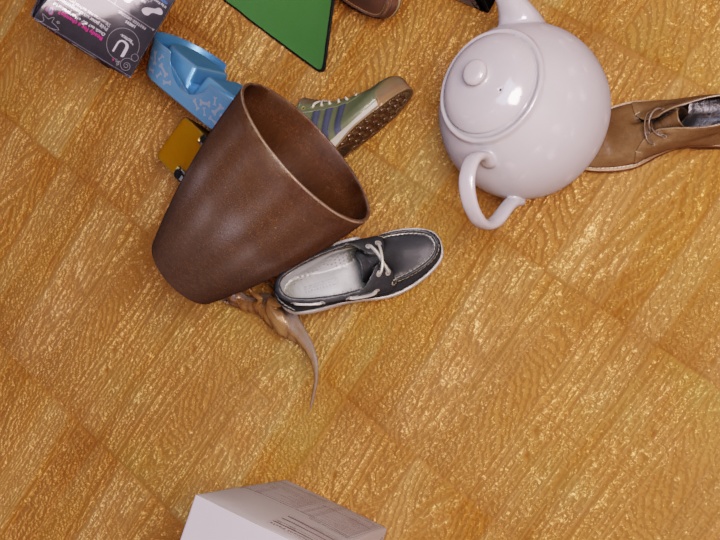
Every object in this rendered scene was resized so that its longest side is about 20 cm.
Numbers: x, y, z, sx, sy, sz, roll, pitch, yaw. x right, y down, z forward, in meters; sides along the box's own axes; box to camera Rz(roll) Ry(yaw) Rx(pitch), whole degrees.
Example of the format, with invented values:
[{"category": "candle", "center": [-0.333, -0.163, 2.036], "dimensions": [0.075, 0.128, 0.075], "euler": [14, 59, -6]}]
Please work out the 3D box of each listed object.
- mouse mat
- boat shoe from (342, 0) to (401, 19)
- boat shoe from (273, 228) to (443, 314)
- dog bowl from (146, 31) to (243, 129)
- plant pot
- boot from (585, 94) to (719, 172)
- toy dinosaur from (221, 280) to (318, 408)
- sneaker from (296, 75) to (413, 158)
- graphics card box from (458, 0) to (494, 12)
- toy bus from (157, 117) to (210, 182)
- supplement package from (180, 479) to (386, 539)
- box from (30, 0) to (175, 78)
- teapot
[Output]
[{"category": "mouse mat", "center": [-0.104, -0.351, 1.094], "dimensions": [0.200, 0.162, 0.008], "euler": [41, 55, 22]}, {"category": "boat shoe", "center": [-0.038, -0.364, 1.066], "dimensions": [0.200, 0.067, 0.072], "euler": [44, 133, 11]}, {"category": "boat shoe", "center": [0.000, 0.000, 1.007], "dimensions": [0.198, 0.060, 0.076], "euler": [-23, 79, -3]}, {"category": "dog bowl", "center": [-0.186, -0.223, 1.117], "dimensions": [0.200, 0.111, 0.050], "euler": [40, 111, 21]}, {"category": "plant pot", "center": [-0.123, -0.060, 0.961], "dimensions": [0.200, 0.186, 0.188], "euler": [-41, 70, 19]}, {"category": "boot", "center": [0.302, -0.150, 0.931], "dimensions": [0.198, 0.075, 0.074], "euler": [-9, 82, 22]}, {"category": "toy dinosaur", "center": [-0.084, 0.059, 1.066], "dimensions": [0.200, 0.060, 0.107], "euler": [37, 109, 32]}, {"category": "sneaker", "center": [-0.039, -0.178, 1.069], "dimensions": [0.200, 0.067, 0.090], "euler": [-41, 75, 14]}, {"category": "graphics card box", "center": [0.091, -0.401, 1.064], "dimensions": [0.199, 0.051, 0.126], "euler": [29, 93, 24]}, {"category": "toy bus", "center": [-0.161, -0.103, 1.100], "dimensions": [0.200, 0.078, 0.065], "euler": [42, 96, 21]}, {"category": "supplement package", "center": [-0.095, 0.340, 0.941], "dimensions": [0.146, 0.200, 0.193], "euler": [18, 88, 22]}, {"category": "box", "center": [-0.326, -0.327, 1.120], "dimensions": [0.115, 0.131, 0.200], "euler": [-60, 26, 3]}, {"category": "teapot", "center": [0.152, -0.172, 0.932], "dimensions": [0.197, 0.145, 0.201], "euler": [-45, 55, 20]}]
